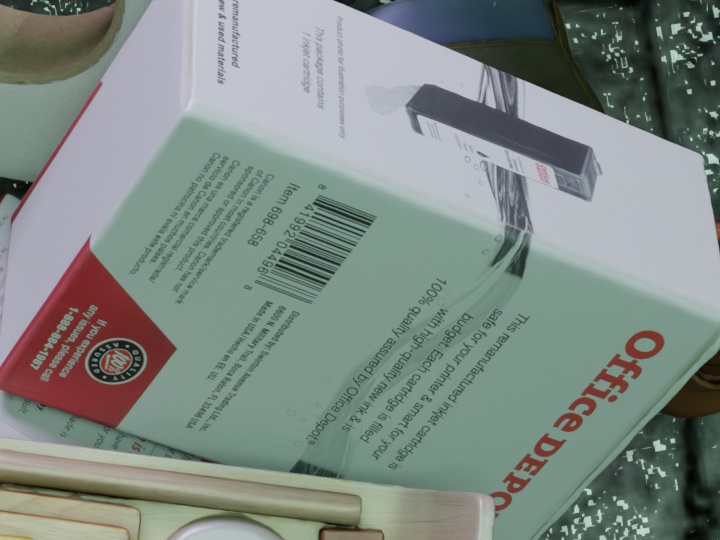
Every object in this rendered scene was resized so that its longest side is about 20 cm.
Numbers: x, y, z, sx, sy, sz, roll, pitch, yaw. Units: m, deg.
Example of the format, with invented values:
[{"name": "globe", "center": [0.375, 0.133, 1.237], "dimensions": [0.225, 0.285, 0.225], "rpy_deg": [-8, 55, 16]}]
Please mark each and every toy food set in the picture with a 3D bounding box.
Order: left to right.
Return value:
[{"name": "toy food set", "center": [-0.065, 0.129, 0.933], "dimensions": [0.199, 0.060, 0.144], "rpy_deg": [8, 85, -9]}]

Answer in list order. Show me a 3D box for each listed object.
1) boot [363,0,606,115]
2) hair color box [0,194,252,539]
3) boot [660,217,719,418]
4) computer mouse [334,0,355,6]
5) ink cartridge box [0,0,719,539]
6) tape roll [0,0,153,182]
[{"name": "boot", "center": [-0.007, -0.042, 1.082], "dimensions": [0.199, 0.075, 0.097], "rpy_deg": [-7, 60, 1]}, {"name": "hair color box", "center": [-0.070, 0.075, 1.025], "dimensions": [0.200, 0.064, 0.111], "rpy_deg": [32, 40, -4]}, {"name": "boot", "center": [0.174, -0.020, 1.052], "dimensions": [0.200, 0.155, 0.077], "rpy_deg": [-32, 91, -11]}, {"name": "computer mouse", "center": [0.017, -0.123, 1.090], "dimensions": [0.200, 0.059, 0.034], "rpy_deg": [-28, 107, -15]}, {"name": "ink cartridge box", "center": [0.000, 0.000, 0.985], "dimensions": [0.200, 0.144, 0.084], "rpy_deg": [21, 41, -21]}, {"name": "tape roll", "center": [-0.124, -0.114, 0.997], "dimensions": [0.203, 0.203, 0.037], "rpy_deg": [30, 48, -6]}]
